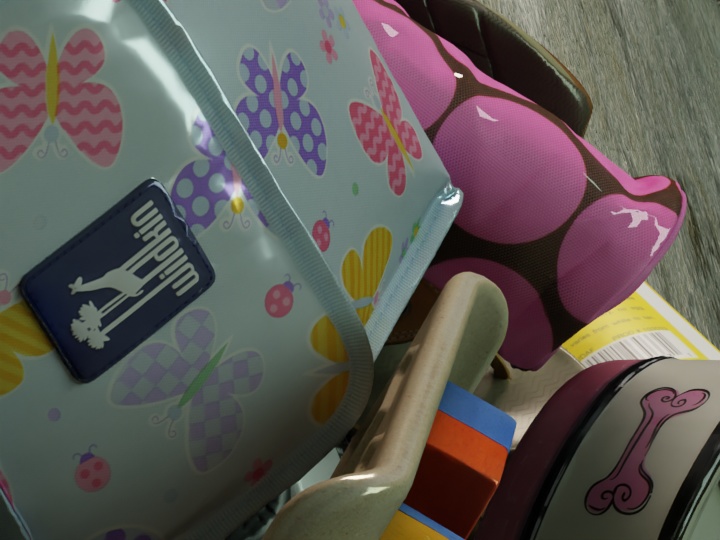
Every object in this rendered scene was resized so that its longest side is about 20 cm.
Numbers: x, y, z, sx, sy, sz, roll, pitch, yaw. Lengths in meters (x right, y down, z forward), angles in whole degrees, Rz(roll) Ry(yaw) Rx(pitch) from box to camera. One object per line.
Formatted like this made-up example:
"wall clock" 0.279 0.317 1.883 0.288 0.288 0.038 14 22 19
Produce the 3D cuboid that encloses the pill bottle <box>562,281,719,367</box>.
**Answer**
"pill bottle" 0.095 0.052 1.209 0.200 0.113 0.113 48 -8 51

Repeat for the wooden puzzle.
"wooden puzzle" -0.016 0.105 0.691 0.046 0.185 0.200 32 17 4

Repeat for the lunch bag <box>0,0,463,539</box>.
"lunch bag" -0.071 -0.022 0.750 0.170 0.127 0.200 62 36 -23

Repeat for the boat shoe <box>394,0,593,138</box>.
"boat shoe" -0.012 -0.088 0.974 0.200 0.076 0.074 24 21 3

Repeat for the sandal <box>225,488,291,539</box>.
"sandal" -0.058 0.022 0.891 0.048 0.075 0.200 92 -1 -51

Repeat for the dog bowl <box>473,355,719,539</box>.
"dog bowl" 0.095 0.119 0.921 0.200 0.074 0.200 -40 138 -48

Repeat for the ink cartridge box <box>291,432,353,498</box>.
"ink cartridge box" -0.001 0.152 0.919 0.109 0.050 0.200 22 48 -72

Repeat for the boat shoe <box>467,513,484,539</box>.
"boat shoe" 0.022 0.061 1.057 0.072 0.068 0.200 34 -19 36

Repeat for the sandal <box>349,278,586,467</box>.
"sandal" 0.000 0.000 0.952 0.200 0.054 0.080 41 53 11

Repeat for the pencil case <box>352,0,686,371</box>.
"pencil case" 0.007 -0.054 0.884 0.200 0.091 0.094 40 34 -5
